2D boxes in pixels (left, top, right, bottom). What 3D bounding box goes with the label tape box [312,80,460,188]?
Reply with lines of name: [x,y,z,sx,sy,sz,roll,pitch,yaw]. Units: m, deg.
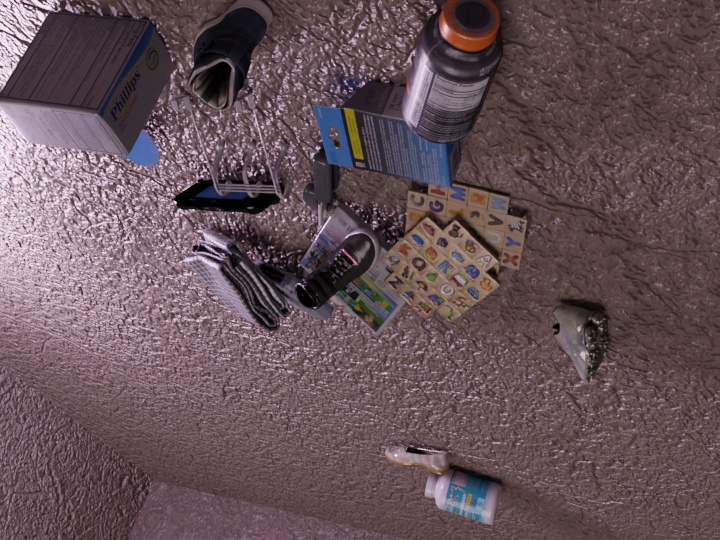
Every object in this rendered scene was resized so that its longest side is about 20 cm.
label tape box: [0.042,-0.202,1.434,0.196,0.064,0.145,14,152,16]

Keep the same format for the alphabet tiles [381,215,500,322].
alphabet tiles: [0.132,0.001,1.637,0.166,0.006,0.200,42,132,-9]

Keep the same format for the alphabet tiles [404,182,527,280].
alphabet tiles: [0.167,-0.065,1.586,0.197,0.006,0.169,15,131,15]

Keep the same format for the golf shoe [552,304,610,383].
golf shoe: [0.395,0.125,1.781,0.096,0.079,0.201,26,152,30]

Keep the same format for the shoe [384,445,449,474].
shoe: [0.152,0.493,2.633,0.197,0.070,0.054,8,108,34]

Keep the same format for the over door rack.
over door rack: [-0.200,-0.210,1.611,0.145,0.067,0.202,4,135,31]

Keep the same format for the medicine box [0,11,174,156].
medicine box: [-0.413,-0.284,1.492,0.197,0.185,0.103,10,152,22]

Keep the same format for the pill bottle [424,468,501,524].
pill bottle: [0.277,0.607,2.672,0.196,0.112,0.111,14,152,14]

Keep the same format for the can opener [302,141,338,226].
can opener: [-0.067,-0.142,1.636,0.065,0.053,0.201,20,153,6]

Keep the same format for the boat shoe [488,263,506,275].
boat shoe: [0.159,-0.025,1.674,0.198,0.073,0.072,-8,129,43]

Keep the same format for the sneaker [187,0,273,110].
sneaker: [-0.207,-0.282,1.387,0.076,0.148,0.202,29,154,-20]

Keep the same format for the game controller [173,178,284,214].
game controller: [-0.231,-0.131,1.728,0.197,0.104,0.043,4,110,30]

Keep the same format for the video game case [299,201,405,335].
video game case: [0.000,0.000,1.761,0.199,0.022,0.183,42,137,4]

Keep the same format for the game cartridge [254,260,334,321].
game cartridge: [-0.133,0.042,1.969,0.133,0.041,0.199,44,169,-28]

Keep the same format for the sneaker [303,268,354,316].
sneaker: [-0.010,0.022,1.864,0.197,0.079,0.140,23,154,-4]

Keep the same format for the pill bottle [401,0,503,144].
pill bottle: [0.118,-0.256,1.237,0.105,0.108,0.201,20,153,2]

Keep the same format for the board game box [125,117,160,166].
board game box: [-0.428,-0.258,1.714,0.198,0.039,0.158,27,158,1]

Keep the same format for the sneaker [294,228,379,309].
sneaker: [-0.042,0.006,1.709,0.071,0.099,0.200,48,136,-1]

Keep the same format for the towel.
towel: [-0.244,0.024,1.941,0.201,0.086,0.165,52,164,-29]
